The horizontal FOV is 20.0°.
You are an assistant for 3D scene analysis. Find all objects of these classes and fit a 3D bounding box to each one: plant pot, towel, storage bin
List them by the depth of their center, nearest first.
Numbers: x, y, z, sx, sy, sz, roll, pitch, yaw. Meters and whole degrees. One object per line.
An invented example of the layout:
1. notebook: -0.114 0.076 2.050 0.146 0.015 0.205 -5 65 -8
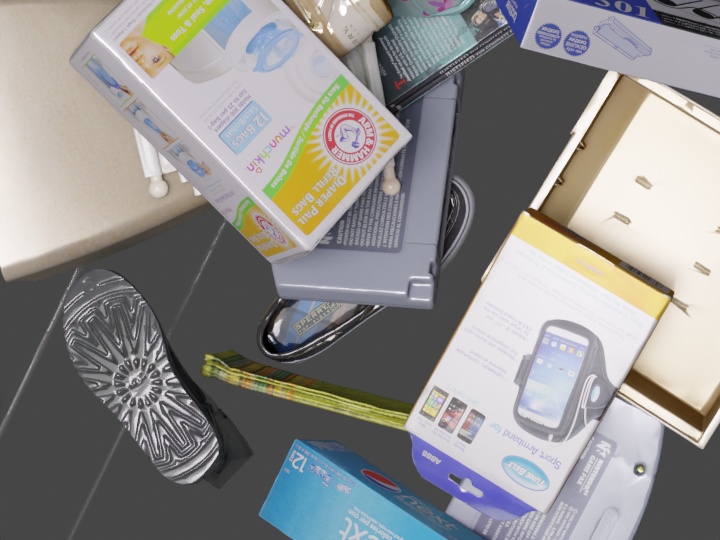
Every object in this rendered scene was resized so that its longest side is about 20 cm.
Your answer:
1. storage bin: 0.215 -0.017 1.454 0.198 0.094 0.201 32 99 8
2. plant pot: -0.183 -0.108 1.490 0.176 0.200 0.201 -12 90 -3
3. towel: -0.015 0.091 1.510 0.199 0.086 0.018 15 96 10

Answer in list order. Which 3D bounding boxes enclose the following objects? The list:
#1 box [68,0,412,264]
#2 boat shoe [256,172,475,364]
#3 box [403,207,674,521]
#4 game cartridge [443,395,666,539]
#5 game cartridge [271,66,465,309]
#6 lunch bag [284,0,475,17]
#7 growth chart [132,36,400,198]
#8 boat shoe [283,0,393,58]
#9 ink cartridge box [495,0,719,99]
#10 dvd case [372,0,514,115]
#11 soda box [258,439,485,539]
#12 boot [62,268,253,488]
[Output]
1. box: -0.080 -0.114 1.357 0.200 0.101 0.113 46 75 -9
2. boat shoe: 0.000 0.000 1.512 0.200 0.066 0.070 -35 86 11
3. box: 0.118 0.072 1.415 0.119 0.041 0.201 31 105 9
4. game cartridge: 0.139 0.173 1.510 0.133 0.041 0.201 29 99 12
5. game cartridge: 0.001 -0.069 1.485 0.132 0.042 0.201 2 66 14
6. lunch bag: 0.011 -0.269 1.466 0.199 0.077 0.161 7 79 25
7. growth chart: -0.071 -0.120 1.423 0.199 0.018 0.146 -4 87 -18
8. boat shoe: -0.065 -0.218 1.401 0.069 0.074 0.200 -45 63 1
9. ink cartridge box: 0.199 -0.165 1.408 0.199 0.094 0.044 12 115 -14
10. dvd case: 0.065 -0.221 1.485 0.199 0.022 0.146 -34 64 10
11. soda box: 0.027 0.201 1.490 0.199 0.064 0.068 31 100 28
12. boot: -0.143 0.082 1.479 0.065 0.200 0.166 -29 84 3
